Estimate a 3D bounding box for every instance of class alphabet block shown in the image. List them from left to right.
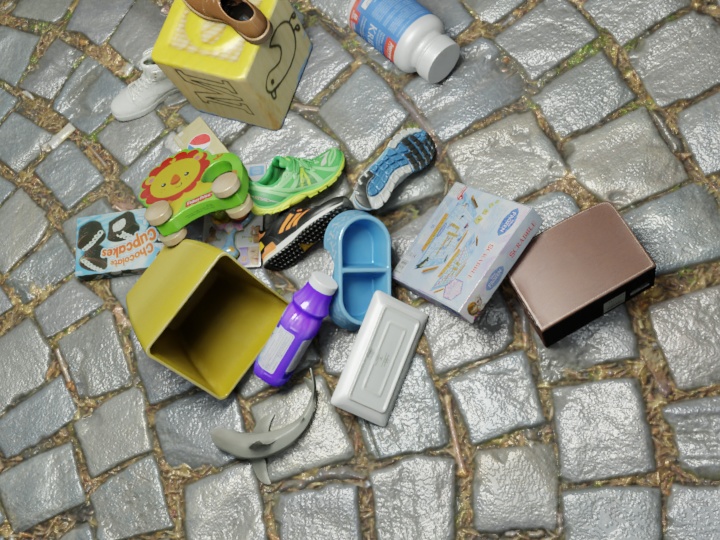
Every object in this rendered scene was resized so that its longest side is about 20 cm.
[{"bbox_3d":[-0.226,-0.396,1.699,0.195,0.200,0.196,15,78,18],"label":"alphabet block"}]

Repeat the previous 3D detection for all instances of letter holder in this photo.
[{"bbox_3d":[0.339,0.002,1.487,0.199,0.101,0.143,-31,66,4],"label":"letter holder"}]

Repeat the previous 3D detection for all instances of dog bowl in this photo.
[{"bbox_3d":[0.000,0.000,1.555,0.111,0.050,0.201,-1,91,-22],"label":"dog bowl"}]

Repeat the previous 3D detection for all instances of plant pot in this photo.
[{"bbox_3d":[-0.273,0.060,1.576,0.176,0.200,0.200,33,83,43],"label":"plant pot"}]

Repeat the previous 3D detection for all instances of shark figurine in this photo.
[{"bbox_3d":[-0.141,0.262,1.539,0.214,0.090,0.128,-32,70,5],"label":"shark figurine"}]

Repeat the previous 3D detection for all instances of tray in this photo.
[{"bbox_3d":[0.036,0.143,1.529,0.107,0.022,0.201,26,79,-19],"label":"tray"}]

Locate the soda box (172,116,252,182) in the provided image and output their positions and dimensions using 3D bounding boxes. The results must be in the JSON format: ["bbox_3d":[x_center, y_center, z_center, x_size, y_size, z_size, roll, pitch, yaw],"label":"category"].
[{"bbox_3d":[-0.259,-0.190,1.685,0.068,0.064,0.200,-39,48,-2],"label":"soda box"}]

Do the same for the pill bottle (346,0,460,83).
[{"bbox_3d":[0.079,-0.423,1.676,0.112,0.112,0.200,-45,67,-2],"label":"pill bottle"}]

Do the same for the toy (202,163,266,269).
[{"bbox_3d":[-0.233,-0.103,1.693,0.114,0.047,0.201,-3,73,12],"label":"toy"}]

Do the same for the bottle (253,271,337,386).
[{"bbox_3d":[-0.104,0.094,1.543,0.065,0.084,0.200,32,112,2],"label":"bottle"}]

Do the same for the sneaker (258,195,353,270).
[{"bbox_3d":[-0.103,-0.085,1.621,0.200,0.070,0.090,-36,60,25],"label":"sneaker"}]

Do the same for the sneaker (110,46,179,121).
[{"bbox_3d":[-0.406,-0.364,1.782,0.199,0.116,0.074,-29,70,6],"label":"sneaker"}]

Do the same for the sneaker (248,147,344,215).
[{"bbox_3d":[-0.110,-0.167,1.634,0.200,0.084,0.074,-33,27,-24],"label":"sneaker"}]

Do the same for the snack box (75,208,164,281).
[{"bbox_3d":[-0.425,-0.051,1.732,0.199,0.037,0.117,-7,72,12],"label":"snack box"}]

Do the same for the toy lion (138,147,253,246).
[{"bbox_3d":[-0.282,-0.143,1.587,0.199,0.069,0.192,-21,42,12],"label":"toy lion"}]

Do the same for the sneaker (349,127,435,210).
[{"bbox_3d":[0.046,-0.172,1.632,0.200,0.087,0.075,-43,95,-23],"label":"sneaker"}]

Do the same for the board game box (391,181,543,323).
[{"bbox_3d":[0.166,-0.034,1.519,0.200,0.041,0.199,-54,35,-5],"label":"board game box"}]

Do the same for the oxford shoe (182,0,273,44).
[{"bbox_3d":[-0.233,-0.452,1.575,0.200,0.071,0.071,32,84,23],"label":"oxford shoe"}]
